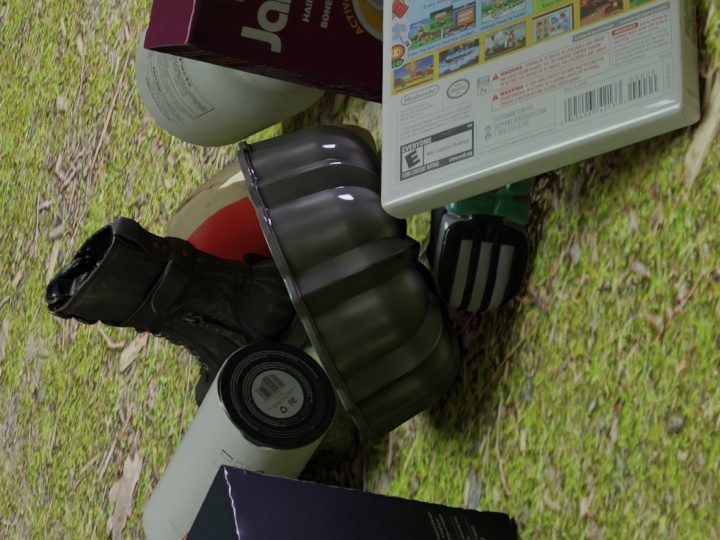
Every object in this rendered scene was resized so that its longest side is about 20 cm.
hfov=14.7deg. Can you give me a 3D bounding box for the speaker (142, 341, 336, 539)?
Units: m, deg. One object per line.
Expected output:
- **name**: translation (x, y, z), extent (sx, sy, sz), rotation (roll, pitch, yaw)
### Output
- **speaker**: translation (-0.083, 0.129, 1.853), extent (0.200, 0.081, 0.081), rotation (120, 153, -54)

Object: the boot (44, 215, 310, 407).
- **boot**: translation (-0.128, 0.029, 1.869), extent (0.200, 0.174, 0.069), rotation (126, 147, -48)

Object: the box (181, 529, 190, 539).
- **box**: translation (-0.081, 0.233, 1.851), extent (0.200, 0.095, 0.100), rotation (129, 145, -50)

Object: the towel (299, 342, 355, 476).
- **towel**: translation (-0.047, 0.074, 1.935), extent (0.200, 0.036, 0.149), rotation (154, 124, -64)

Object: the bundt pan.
- **bundt pan**: translation (0.000, 0.000, 1.691), extent (0.202, 0.076, 0.202), rotation (-24, -90, -85)

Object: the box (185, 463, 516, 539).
- **box**: translation (-0.023, 0.228, 1.589), extent (0.104, 0.182, 0.200), rotation (-105, 33, -51)

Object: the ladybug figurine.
- **ladybug figurine**: translation (-0.056, -0.037, 1.907), extent (0.200, 0.136, 0.072), rotation (-35, 74, 57)

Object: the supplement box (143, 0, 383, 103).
- **supplement box**: translation (-0.021, -0.183, 1.779), extent (0.103, 0.200, 0.131), rotation (-170, 90, -70)

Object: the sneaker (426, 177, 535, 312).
- **sneaker**: translation (0.072, -0.080, 1.667), extent (0.088, 0.074, 0.200), rotation (-137, 60, -71)

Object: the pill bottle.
- **pill bottle**: translation (-0.079, -0.160, 2.009), extent (0.200, 0.114, 0.115), rotation (163, 117, -66)

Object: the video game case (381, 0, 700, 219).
- **video game case**: translation (0.098, -0.137, 1.572), extent (0.200, 0.023, 0.182), rotation (-18, 58, 33)
